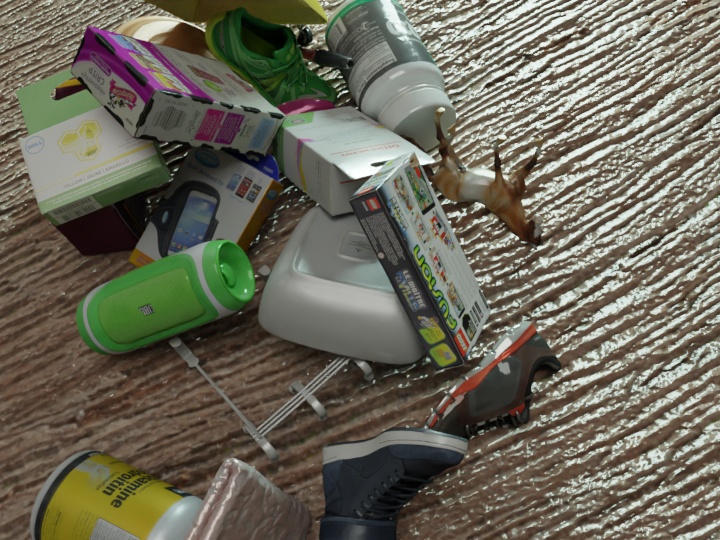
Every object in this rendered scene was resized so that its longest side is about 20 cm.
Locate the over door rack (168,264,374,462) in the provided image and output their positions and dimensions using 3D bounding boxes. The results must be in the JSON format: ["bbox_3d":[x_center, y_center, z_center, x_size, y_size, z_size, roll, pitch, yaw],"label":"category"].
[{"bbox_3d":[-0.098,0.104,0.891,0.148,0.067,0.200,-40,54,-14],"label":"over door rack"}]

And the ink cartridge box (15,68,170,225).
[{"bbox_3d":[-0.322,-0.168,0.921,0.145,0.048,0.200,-23,73,-4],"label":"ink cartridge box"}]

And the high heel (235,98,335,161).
[{"bbox_3d":[-0.115,-0.146,1.004,0.200,0.067,0.096,-22,54,1],"label":"high heel"}]

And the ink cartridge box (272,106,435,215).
[{"bbox_3d":[-0.012,-0.125,0.927,0.117,0.067,0.200,-14,34,-26],"label":"ink cartridge box"}]

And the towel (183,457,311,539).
[{"bbox_3d":[-0.118,0.286,0.724,0.032,0.200,0.191,16,67,22],"label":"towel"}]

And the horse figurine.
[{"bbox_3d":[0.137,-0.117,0.949,0.200,0.133,0.050,21,47,24],"label":"horse figurine"}]

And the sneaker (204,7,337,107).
[{"bbox_3d":[-0.104,-0.260,1.009,0.084,0.200,0.074,-11,58,48],"label":"sneaker"}]

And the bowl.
[{"bbox_3d":[0.000,0.000,0.880,0.200,0.075,0.200,13,43,9],"label":"bowl"}]

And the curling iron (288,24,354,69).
[{"bbox_3d":[-0.056,-0.291,1.041,0.026,0.050,0.200,-17,32,-16],"label":"curling iron"}]

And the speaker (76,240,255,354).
[{"bbox_3d":[-0.221,0.032,0.892,0.200,0.088,0.089,-20,61,22],"label":"speaker"}]

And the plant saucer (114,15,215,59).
[{"bbox_3d":[-0.231,-0.257,1.034,0.200,0.032,0.200,18,52,-25],"label":"plant saucer"}]

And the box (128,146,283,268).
[{"bbox_3d":[-0.182,-0.067,0.956,0.119,0.041,0.200,30,93,18],"label":"box"}]

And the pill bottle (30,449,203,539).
[{"bbox_3d":[-0.217,0.265,0.786,0.200,0.112,0.112,18,67,20],"label":"pill bottle"}]

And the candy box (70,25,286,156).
[{"bbox_3d":[-0.200,-0.196,0.888,0.136,0.200,0.061,44,115,27],"label":"candy box"}]

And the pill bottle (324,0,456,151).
[{"bbox_3d":[0.039,-0.252,1.018,0.113,0.113,0.200,-23,64,-5],"label":"pill bottle"}]

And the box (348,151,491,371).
[{"bbox_3d":[0.066,-0.011,0.807,0.035,0.200,0.110,-18,18,32],"label":"box"}]

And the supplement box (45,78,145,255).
[{"bbox_3d":[-0.331,-0.134,1.003,0.086,0.110,0.200,-8,63,3],"label":"supplement box"}]

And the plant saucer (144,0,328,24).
[{"bbox_3d":[-0.154,-0.345,0.970,0.200,0.200,0.049,4,97,10],"label":"plant saucer"}]

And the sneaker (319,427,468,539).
[{"bbox_3d":[0.028,0.232,0.756,0.077,0.202,0.146,20,61,-28],"label":"sneaker"}]

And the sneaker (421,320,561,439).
[{"bbox_3d":[0.138,0.143,0.838,0.200,0.077,0.082,-44,77,-11],"label":"sneaker"}]
